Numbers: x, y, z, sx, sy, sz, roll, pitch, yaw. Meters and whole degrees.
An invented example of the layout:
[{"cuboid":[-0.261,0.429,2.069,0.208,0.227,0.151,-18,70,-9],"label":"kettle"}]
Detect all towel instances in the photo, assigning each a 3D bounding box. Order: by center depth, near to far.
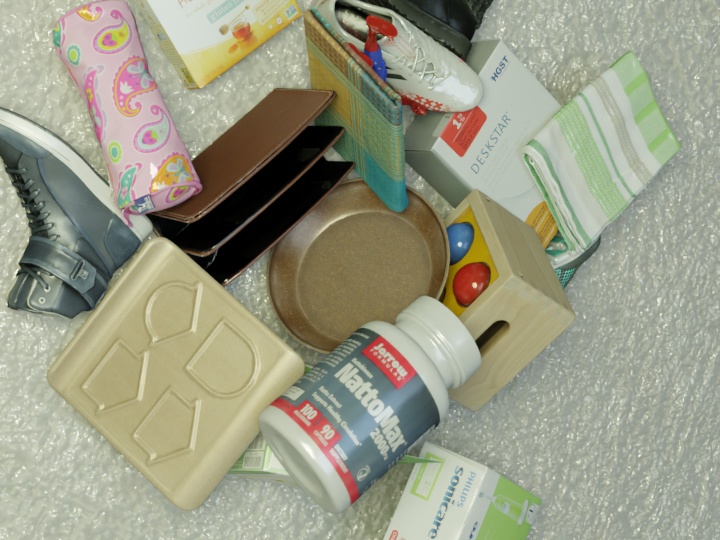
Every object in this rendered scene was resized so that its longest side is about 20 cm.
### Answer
[{"cuboid":[-0.002,-0.153,1.269,0.022,0.147,0.201,-36,158,-15],"label":"towel"},{"cuboid":[0.282,-0.137,1.480,0.200,0.031,0.150,-42,116,-22],"label":"towel"}]

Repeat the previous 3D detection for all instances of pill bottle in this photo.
[{"cuboid":[0.013,0.119,1.210,0.200,0.119,0.120,-40,114,-19],"label":"pill bottle"}]

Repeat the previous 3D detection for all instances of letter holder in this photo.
[{"cuboid":[-0.096,-0.082,1.278,0.200,0.142,0.101,-44,115,-20],"label":"letter holder"}]

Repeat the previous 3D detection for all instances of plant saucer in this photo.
[{"cuboid":[0.000,0.000,1.341,0.202,0.199,0.037,-56,152,-13],"label":"plant saucer"}]

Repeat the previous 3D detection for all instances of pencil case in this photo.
[{"cuboid":[-0.218,-0.147,1.195,0.087,0.087,0.202,-19,85,-28],"label":"pencil case"}]

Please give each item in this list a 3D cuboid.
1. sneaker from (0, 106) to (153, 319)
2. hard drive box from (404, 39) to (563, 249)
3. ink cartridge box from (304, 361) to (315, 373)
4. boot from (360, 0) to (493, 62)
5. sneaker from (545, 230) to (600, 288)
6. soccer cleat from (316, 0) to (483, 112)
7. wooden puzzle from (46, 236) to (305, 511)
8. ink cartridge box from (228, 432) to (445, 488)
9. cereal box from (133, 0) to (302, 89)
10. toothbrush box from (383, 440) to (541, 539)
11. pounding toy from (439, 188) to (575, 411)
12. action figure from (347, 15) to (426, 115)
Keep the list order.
[{"cuboid":[-0.304,-0.044,1.195,0.202,0.077,0.147,43,71,-29],"label":"sneaker"},{"cuboid":[0.160,-0.136,1.467,0.200,0.076,0.157,40,75,-28],"label":"hard drive box"},{"cuboid":[-0.063,0.125,1.346,0.198,0.103,0.060,23,85,-31],"label":"ink cartridge box"},{"cuboid":[0.064,-0.336,1.382,0.210,0.079,0.159,31,78,-28],"label":"boot"},{"cuboid":[0.209,0.018,1.529,0.199,0.077,0.092,-35,128,-20],"label":"sneaker"},{"cuboid":[0.043,-0.227,1.345,0.198,0.085,0.069,30,80,-5],"label":"soccer cleat"},{"cuboid":[-0.176,0.099,1.246,0.199,0.046,0.186,40,93,11],"label":"wooden puzzle"},{"cuboid":[-0.034,0.203,1.334,0.198,0.145,0.049,16,75,-24],"label":"ink cartridge box"},{"cuboid":[-0.162,-0.302,1.272,0.144,0.039,0.201,-40,114,-21],"label":"cereal box"},{"cuboid":[0.112,0.290,1.436,0.147,0.085,0.200,-66,151,-8],"label":"toothbrush box"},{"cuboid":[0.097,0.045,1.370,0.141,0.185,0.200,31,115,-31],"label":"pounding toy"},{"cuboid":[0.029,-0.167,1.315,0.099,0.200,0.065,38,74,9],"label":"action figure"}]
